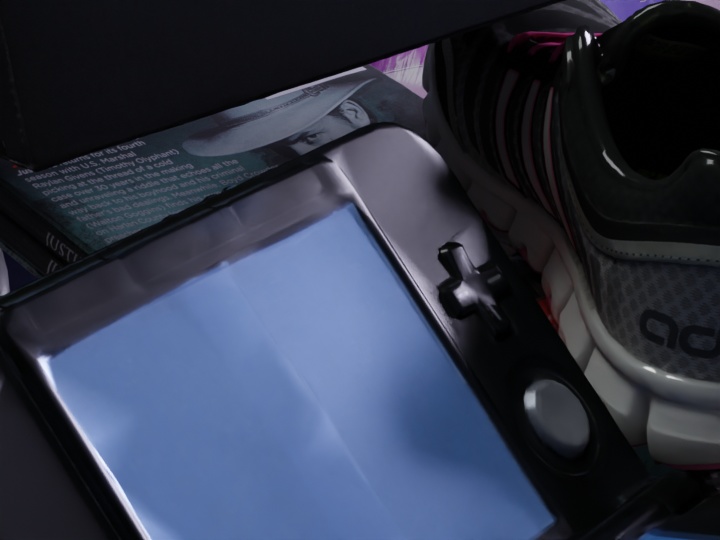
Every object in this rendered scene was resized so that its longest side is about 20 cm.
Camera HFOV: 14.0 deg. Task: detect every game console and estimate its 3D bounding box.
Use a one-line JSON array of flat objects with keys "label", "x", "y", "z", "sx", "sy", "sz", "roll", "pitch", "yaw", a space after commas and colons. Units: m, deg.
[{"label": "game console", "x": 0.031, "y": 0.041, "z": 0.574, "sx": 0.119, "sy": 0.173, "sz": 0.200, "roll": -36, "pitch": -5, "yaw": 37}]

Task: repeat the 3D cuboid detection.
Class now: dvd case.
[{"label": "dvd case", "x": 0.000, "y": 0.000, "z": 0.763, "sx": 0.146, "sy": 0.022, "sz": 0.200, "roll": -19, "pitch": 44, "yaw": -42}]

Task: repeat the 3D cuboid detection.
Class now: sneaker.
[{"label": "sneaker", "x": 0.071, "y": -0.039, "z": 0.747, "sx": 0.073, "sy": 0.088, "sz": 0.200, "roll": 2, "pitch": 33, "yaw": -18}]

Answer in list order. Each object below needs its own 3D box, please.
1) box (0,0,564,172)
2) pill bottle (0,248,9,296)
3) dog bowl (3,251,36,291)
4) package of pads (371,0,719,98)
[{"label": "box", "x": -0.051, "y": -0.112, "z": 0.758, "sx": 0.199, "sy": 0.105, "sz": 0.182, "roll": -21, "pitch": 20, "yaw": -30}, {"label": "pill bottle", "x": -0.200, "y": -0.002, "z": 0.742, "sx": 0.200, "sy": 0.120, "sz": 0.119, "roll": 28, "pitch": -15, "yaw": -37}, {"label": "dog bowl", "x": -0.108, "y": -0.062, "z": 0.953, "sx": 0.078, "sy": 0.201, "sz": 0.200, "roll": -12, "pitch": 12, "yaw": 5}, {"label": "package of pads", "x": 0.089, "y": -0.090, "z": 1.070, "sx": 0.199, "sy": 0.076, "sz": 0.121, "roll": -5, "pitch": 57, "yaw": 32}]
